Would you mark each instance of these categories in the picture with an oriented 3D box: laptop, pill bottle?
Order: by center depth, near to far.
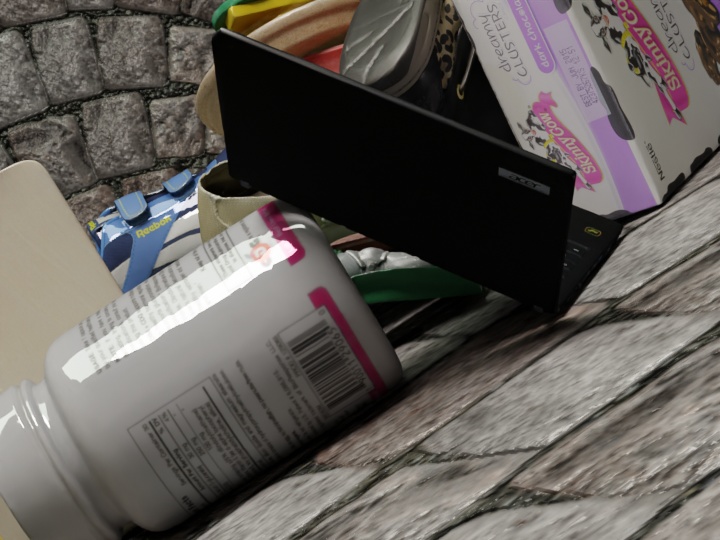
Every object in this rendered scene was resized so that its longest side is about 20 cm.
[{"bbox_3d":[0.036,-0.062,0.927,0.200,0.176,0.104,-41,-29,-60],"label":"laptop"},{"bbox_3d":[-0.088,0.059,0.975,0.199,0.114,0.113,-32,6,-2],"label":"pill bottle"}]

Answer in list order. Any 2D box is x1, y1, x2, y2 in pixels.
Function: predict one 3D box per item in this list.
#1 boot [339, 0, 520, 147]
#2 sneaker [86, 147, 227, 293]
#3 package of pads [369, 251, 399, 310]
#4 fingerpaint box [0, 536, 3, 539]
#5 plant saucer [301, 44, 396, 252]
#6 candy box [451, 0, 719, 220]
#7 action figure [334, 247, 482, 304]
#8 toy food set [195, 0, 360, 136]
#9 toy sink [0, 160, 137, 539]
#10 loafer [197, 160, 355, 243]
[{"bbox_3d":[0.069,-0.126,1.116,0.073,0.151,0.201,-20,35,34],"label":"boot"},{"bbox_3d":[-0.127,-0.027,1.255,0.200,0.082,0.074,-51,6,-5],"label":"sneaker"},{"bbox_3d":[-0.013,-0.044,1.345,0.154,0.068,0.201,-30,31,24],"label":"package of pads"},{"bbox_3d":[-0.250,0.196,0.878,0.199,0.074,0.167,-35,6,-23],"label":"fingerpaint box"},{"bbox_3d":[0.045,-0.085,1.237,0.198,0.037,0.201,-14,43,20],"label":"plant saucer"},{"bbox_3d":[0.148,-0.139,1.103,0.071,0.169,0.200,-18,14,39],"label":"candy box"},{"bbox_3d":[-0.029,0.006,1.125,0.198,0.055,0.118,-11,-4,5],"label":"action figure"},{"bbox_3d":[-0.026,-0.154,1.394,0.198,0.049,0.198,-14,-21,-20],"label":"toy food set"},{"bbox_3d":[-0.185,0.057,1.075,0.130,0.201,0.112,-33,6,-11],"label":"toy sink"},{"bbox_3d":[-0.013,-0.063,1.168,0.199,0.068,0.076,-29,40,2],"label":"loafer"}]
